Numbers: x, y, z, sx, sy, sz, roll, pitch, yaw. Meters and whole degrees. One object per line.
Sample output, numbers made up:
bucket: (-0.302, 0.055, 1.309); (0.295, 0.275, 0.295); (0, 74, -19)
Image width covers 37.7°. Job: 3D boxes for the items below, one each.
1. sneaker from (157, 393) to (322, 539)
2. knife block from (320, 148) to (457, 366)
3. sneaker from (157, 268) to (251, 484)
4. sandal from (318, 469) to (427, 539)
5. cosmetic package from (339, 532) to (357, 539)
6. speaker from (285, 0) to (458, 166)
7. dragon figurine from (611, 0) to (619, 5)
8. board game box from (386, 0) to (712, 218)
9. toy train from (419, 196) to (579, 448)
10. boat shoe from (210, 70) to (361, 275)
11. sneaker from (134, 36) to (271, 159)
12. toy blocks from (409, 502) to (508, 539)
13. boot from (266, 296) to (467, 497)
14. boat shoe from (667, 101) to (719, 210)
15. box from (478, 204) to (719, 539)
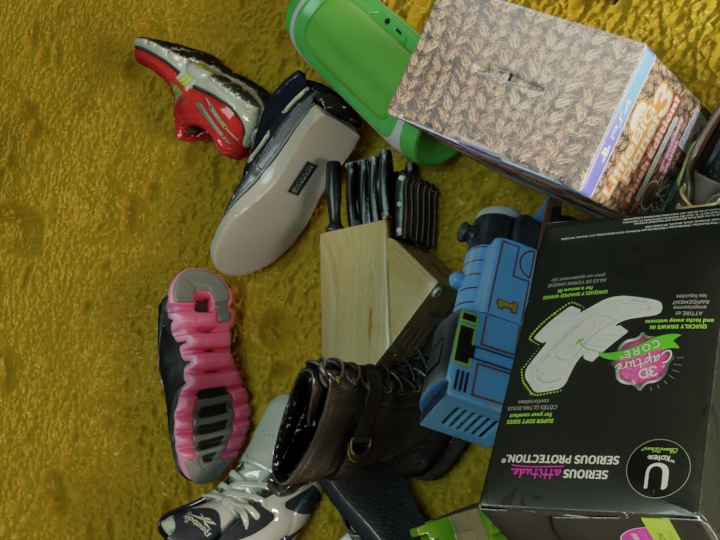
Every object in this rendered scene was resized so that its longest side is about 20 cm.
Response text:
sneaker: (-0.107, 0.201, 0.903); (0.079, 0.129, 0.200); (23, 93, 34)
knife block: (0.000, 0.000, 0.913); (0.176, 0.064, 0.200); (44, 106, 32)
sneaker: (-0.161, 0.103, 1.006); (0.095, 0.079, 0.201); (-24, 65, 51)
sandal: (0.013, 0.202, 0.861); (0.200, 0.076, 0.043); (56, 134, 29)
cosmetic package: (-0.045, 0.312, 0.888); (0.200, 0.051, 0.083); (-44, 58, 19)
speaker: (0.017, -0.179, 0.926); (0.089, 0.088, 0.200); (-51, 58, 15)
dragon figurine: (0.205, -0.266, 0.808); (0.200, 0.099, 0.059); (-28, 67, 26)
board game box: (0.147, -0.105, 0.753); (0.159, 0.200, 0.097); (28, 96, 34)
toy train: (0.114, 0.037, 0.767); (0.087, 0.114, 0.201); (123, 164, -61)
boat shoe: (-0.080, -0.093, 0.991); (0.200, 0.075, 0.093); (-49, 40, 18)
sneaker: (-0.173, -0.174, 1.061); (0.200, 0.077, 0.085); (38, 112, 36)
toy blocks: (0.107, 0.229, 0.736); (0.100, 0.200, 0.137); (-16, 77, -15)
boot: (0.026, 0.085, 0.802); (0.069, 0.174, 0.201); (30, 102, 44)
boat shoe: (0.245, -0.057, 0.709); (0.072, 0.059, 0.201); (38, 103, 45)
box: (0.173, 0.086, 0.628); (0.124, 0.149, 0.201); (-5, 50, 34)
